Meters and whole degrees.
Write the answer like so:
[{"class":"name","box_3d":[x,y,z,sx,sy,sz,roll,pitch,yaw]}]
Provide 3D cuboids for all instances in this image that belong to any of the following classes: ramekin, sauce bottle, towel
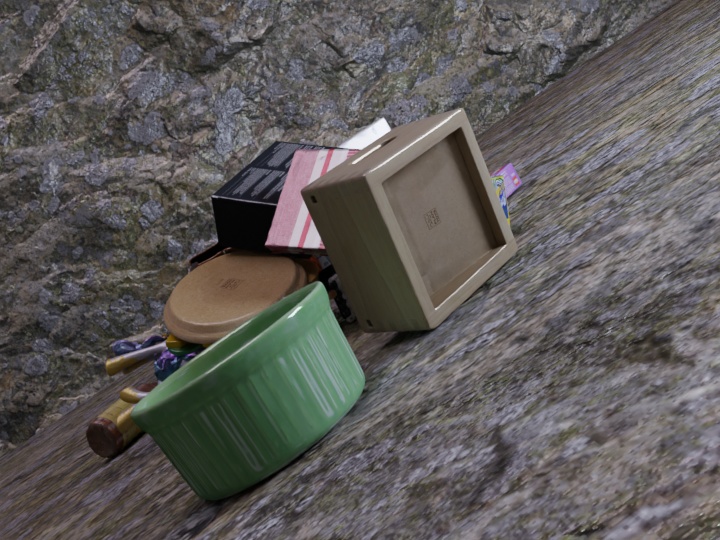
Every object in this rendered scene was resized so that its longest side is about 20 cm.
[{"class":"ramekin","box_3d":[-0.091,0.106,0.777,0.198,0.099,0.200,-33,6,4]},{"class":"sauce bottle","box_3d":[-0.354,0.223,1.432,0.065,0.067,0.200,-29,5,30]},{"class":"towel","box_3d":[-0.009,-0.081,1.068,0.196,0.023,0.147,4,64,25]}]

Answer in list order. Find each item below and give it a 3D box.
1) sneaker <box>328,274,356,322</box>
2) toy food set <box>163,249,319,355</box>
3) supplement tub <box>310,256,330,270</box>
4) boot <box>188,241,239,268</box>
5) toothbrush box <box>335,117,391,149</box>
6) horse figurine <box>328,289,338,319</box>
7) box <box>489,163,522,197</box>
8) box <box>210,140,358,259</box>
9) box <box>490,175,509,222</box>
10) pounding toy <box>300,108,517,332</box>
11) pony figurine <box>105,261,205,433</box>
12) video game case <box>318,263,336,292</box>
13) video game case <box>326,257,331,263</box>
[{"class":"sneaker","box_3d":[0.019,0.015,1.083,0.080,0.077,0.200,-25,4,-14]},{"class":"toy food set","box_3d":[-0.159,0.036,1.143,0.193,0.050,0.201,-2,34,19]},{"class":"supplement tub","box_3d":[-0.094,-0.011,1.605,0.121,0.124,0.200,-31,7,15]},{"class":"boot","box_3d":[-0.208,0.033,1.362,0.185,0.070,0.200,-22,-26,8]},{"class":"toothbrush box","box_3d":[0.021,-0.112,1.418,0.145,0.202,0.086,-35,7,-23]},{"class":"horse figurine","box_3d":[-0.097,0.094,1.119,0.199,0.050,0.132,-41,1,-25]},{"class":"box","box_3d":[0.138,-0.079,1.313,0.136,0.040,0.199,-27,9,45]},{"class":"box","box_3d":[-0.094,-0.102,1.228,0.138,0.081,0.200,6,31,21]},{"class":"box","box_3d":[0.078,-0.069,1.089,0.196,0.066,0.070,-7,6,28]},{"class":"pounding toy","box_3d":[0.058,-0.045,0.911,0.141,0.187,0.199,-6,24,49]},{"class":"pony figurine","box_3d":[-0.251,0.116,1.252,0.196,0.168,0.196,-18,45,6]},{"class":"video game case","box_3d":[0.000,0.000,1.226,0.140,0.019,0.199,-13,-11,-30]},{"class":"video game case","box_3d":[-0.053,-0.044,1.419,0.018,0.144,0.200,-38,-2,-6]}]
